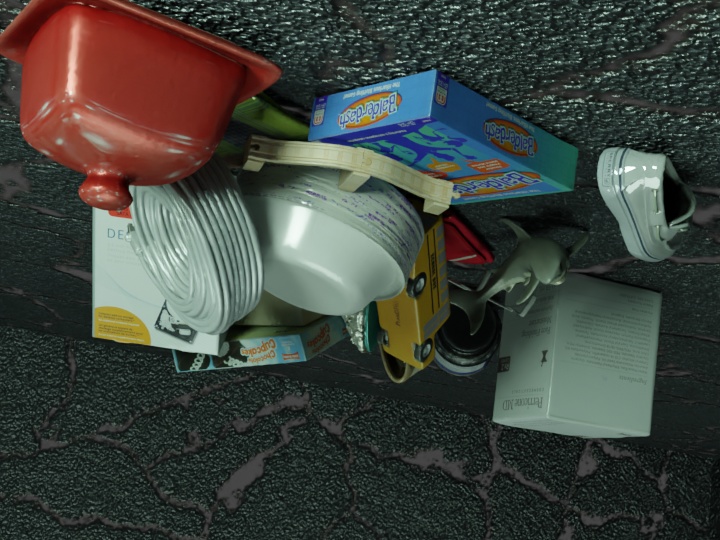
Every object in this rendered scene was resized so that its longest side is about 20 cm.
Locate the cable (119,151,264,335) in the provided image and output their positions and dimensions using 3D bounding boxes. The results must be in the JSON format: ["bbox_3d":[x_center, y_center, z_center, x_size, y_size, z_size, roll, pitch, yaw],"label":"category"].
[{"bbox_3d":[-0.163,-0.036,1.109,0.069,0.201,0.200,-23,163,-26],"label":"cable"}]

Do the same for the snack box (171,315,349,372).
[{"bbox_3d":[-0.120,0.085,1.412,0.199,0.037,0.116,-8,-169,33],"label":"snack box"}]

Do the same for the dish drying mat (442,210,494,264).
[{"bbox_3d":[0.106,-0.041,1.404,0.076,0.018,0.200,8,169,23],"label":"dish drying mat"}]

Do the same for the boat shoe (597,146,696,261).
[{"bbox_3d":[0.284,-0.055,1.084,0.066,0.074,0.200,4,167,31],"label":"boat shoe"}]

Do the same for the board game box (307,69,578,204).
[{"bbox_3d":[0.076,-0.113,1.032,0.199,0.045,0.152,19,164,-41],"label":"board game box"}]

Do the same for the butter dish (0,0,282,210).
[{"bbox_3d":[-0.194,-0.121,0.930,0.199,0.149,0.199,17,166,-29],"label":"butter dish"}]

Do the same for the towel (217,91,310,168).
[{"bbox_3d":[-0.127,-0.137,1.120,0.199,0.023,0.143,-4,162,43],"label":"towel"}]

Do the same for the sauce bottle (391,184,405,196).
[{"bbox_3d":[-0.031,-0.069,1.262,0.066,0.066,0.200,16,165,-31],"label":"sauce bottle"}]

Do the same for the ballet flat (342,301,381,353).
[{"bbox_3d":[0.000,0.000,1.358,0.071,0.201,0.072,4,-152,-2],"label":"ballet flat"}]

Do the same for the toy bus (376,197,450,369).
[{"bbox_3d":[0.059,0.020,1.333,0.065,0.078,0.201,23,141,30],"label":"toy bus"}]

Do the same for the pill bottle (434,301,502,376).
[{"bbox_3d":[0.164,0.099,1.793,0.111,0.113,0.200,8,167,3],"label":"pill bottle"}]

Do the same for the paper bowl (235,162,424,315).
[{"bbox_3d":[-0.044,-0.029,1.144,0.199,0.105,0.201,19,157,8],"label":"paper bowl"}]

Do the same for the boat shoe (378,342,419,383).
[{"bbox_3d":[0.046,0.041,1.429,0.071,0.201,0.064,-3,-161,33],"label":"boat shoe"}]

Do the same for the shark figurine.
[{"bbox_3d":[0.177,-0.015,1.339,0.090,0.128,0.214,47,149,-7],"label":"shark figurine"}]

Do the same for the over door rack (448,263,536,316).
[{"bbox_3d":[0.109,0.023,1.513,0.199,0.067,0.147,14,174,36],"label":"over door rack"}]

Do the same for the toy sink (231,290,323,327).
[{"bbox_3d":[-0.117,0.004,1.429,0.199,0.113,0.130,-1,-165,35],"label":"toy sink"}]

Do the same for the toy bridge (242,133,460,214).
[{"bbox_3d":[-0.004,-0.089,1.028,0.199,0.027,0.067,12,168,-12],"label":"toy bridge"}]

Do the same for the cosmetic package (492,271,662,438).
[{"bbox_3d":[0.300,0.123,1.595,0.164,0.201,0.165,12,167,-18],"label":"cosmetic package"}]

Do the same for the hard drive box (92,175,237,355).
[{"bbox_3d":[-0.227,-0.015,1.326,0.155,0.201,0.077,7,-154,3],"label":"hard drive box"}]
